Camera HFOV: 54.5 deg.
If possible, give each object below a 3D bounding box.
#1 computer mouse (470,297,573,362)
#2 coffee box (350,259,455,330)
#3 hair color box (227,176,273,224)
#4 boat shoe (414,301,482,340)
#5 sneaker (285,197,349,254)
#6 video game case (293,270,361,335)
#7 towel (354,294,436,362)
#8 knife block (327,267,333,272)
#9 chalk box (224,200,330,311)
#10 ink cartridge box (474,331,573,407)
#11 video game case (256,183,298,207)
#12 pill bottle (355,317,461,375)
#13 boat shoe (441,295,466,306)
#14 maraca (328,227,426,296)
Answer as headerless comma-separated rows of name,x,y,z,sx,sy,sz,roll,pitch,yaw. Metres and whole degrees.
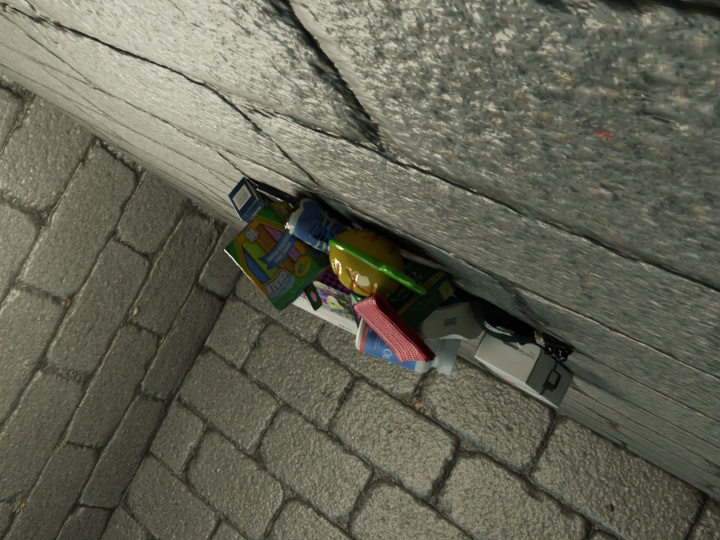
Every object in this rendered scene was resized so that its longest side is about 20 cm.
computer mouse,0.280,0.115,1.245,0.197,0.047,0.140,31,176,0
coffee box,0.074,0.039,1.274,0.044,0.122,0.199,56,166,-23
hair color box,-0.189,-0.112,1.528,0.199,0.061,0.101,35,-167,-44
boat shoe,0.155,0.098,1.297,0.067,0.074,0.197,3,-172,45
sneaker,-0.063,-0.073,1.255,0.076,0.077,0.199,31,-173,28
video game case,-0.084,0.049,1.467,0.196,0.036,0.183,24,155,23
towel,0.053,0.106,1.218,0.145,0.022,0.200,48,167,-2
knife block,-0.034,0.047,1.580,0.197,0.065,0.176,33,172,0
chalk box,-0.134,-0.014,1.319,0.201,0.124,0.125,47,-167,1
ink cartridge box,0.355,0.208,1.519,0.144,0.085,0.199,26,174,42
video game case,-0.106,-0.113,1.428,0.197,0.019,0.142,26,173,38
pill bottle,0.097,0.133,1.377,0.195,0.115,0.112,17,173,9
boat shoe,0.149,0.062,1.425,0.195,0.072,0.066,21,172,11
maraca,0.026,-0.006,1.179,0.198,0.109,0.136,26,178,38
